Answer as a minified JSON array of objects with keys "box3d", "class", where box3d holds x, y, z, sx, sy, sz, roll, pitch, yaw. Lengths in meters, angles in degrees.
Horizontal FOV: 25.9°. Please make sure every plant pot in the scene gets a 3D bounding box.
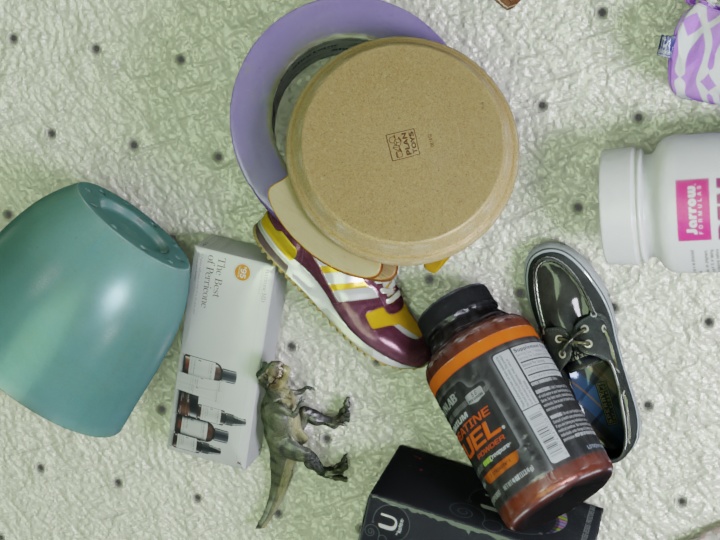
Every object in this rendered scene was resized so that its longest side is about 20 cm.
[{"box3d":[-0.246,0.022,1.394,0.200,0.201,0.161,40,99,2],"class":"plant pot"}]

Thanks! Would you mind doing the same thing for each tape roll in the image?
[{"box3d":[-0.009,-0.122,1.313,0.198,0.085,0.202,0,88,-1],"class":"tape roll"}]

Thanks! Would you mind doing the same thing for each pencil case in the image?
[{"box3d":[0.340,-0.162,1.229,0.198,0.084,0.086,15,97,25],"class":"pencil case"}]

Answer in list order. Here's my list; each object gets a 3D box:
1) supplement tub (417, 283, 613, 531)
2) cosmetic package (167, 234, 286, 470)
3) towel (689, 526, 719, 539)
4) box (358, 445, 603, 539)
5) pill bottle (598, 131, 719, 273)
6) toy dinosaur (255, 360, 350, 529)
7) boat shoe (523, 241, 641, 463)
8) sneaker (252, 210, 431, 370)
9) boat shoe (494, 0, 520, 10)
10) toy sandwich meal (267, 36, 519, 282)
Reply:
[{"box3d":[0.124,0.112,1.337,0.107,0.107,0.201,-37,67,20],"class":"supplement tub"},{"box3d":[-0.122,0.076,1.445,0.082,0.051,0.202,12,106,10],"class":"cosmetic package"},{"box3d":[0.391,0.294,1.376,0.199,0.032,0.192,-28,95,18],"class":"towel"},{"box3d":[0.103,0.249,1.391,0.198,0.122,0.107,16,108,10],"class":"box"},{"box3d":[0.297,-0.056,1.269,0.198,0.113,0.115,-3,103,15],"class":"pill bottle"},{"box3d":[-0.054,0.157,1.448,0.087,0.048,0.202,1,122,-2],"class":"toy dinosaur"},{"box3d":[0.195,0.072,1.358,0.068,0.057,0.202,-21,98,18],"class":"boat shoe"},{"box3d":[0.000,0.000,1.382,0.200,0.075,0.090,42,110,0],"class":"sneaker"},{"box3d":[0.056,-0.286,1.302,0.200,0.076,0.074,46,115,8],"class":"boat shoe"},{"box3d":[0.029,-0.084,1.242,0.203,0.070,0.207,0,77,-1],"class":"toy sandwich meal"}]
